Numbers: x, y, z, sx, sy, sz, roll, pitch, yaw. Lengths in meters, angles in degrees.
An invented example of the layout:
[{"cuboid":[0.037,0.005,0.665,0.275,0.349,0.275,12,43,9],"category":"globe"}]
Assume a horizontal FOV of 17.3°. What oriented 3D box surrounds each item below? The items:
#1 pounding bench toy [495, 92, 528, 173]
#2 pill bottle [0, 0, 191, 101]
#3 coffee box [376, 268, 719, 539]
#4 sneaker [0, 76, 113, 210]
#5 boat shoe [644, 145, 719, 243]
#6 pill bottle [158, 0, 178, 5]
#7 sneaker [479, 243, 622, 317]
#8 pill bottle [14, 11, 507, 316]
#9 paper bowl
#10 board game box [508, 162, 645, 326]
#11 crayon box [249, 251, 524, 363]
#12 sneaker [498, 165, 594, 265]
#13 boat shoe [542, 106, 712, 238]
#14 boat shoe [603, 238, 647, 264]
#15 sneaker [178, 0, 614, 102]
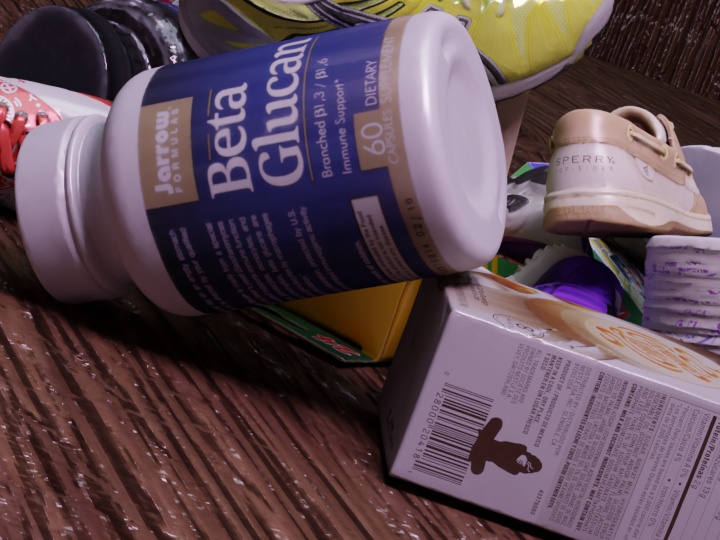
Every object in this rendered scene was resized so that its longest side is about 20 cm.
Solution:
[{"cuboid":[0.007,-0.126,1.166,0.155,0.202,0.124,13,10,-4],"category":"pounding bench toy"},{"cuboid":[-0.109,-0.093,1.319,0.111,0.113,0.199,28,12,32],"category":"pill bottle"},{"cuboid":[0.114,0.071,1.025,0.199,0.080,0.114,19,11,-7],"category":"coffee box"},{"cuboid":[-0.202,-0.067,1.151,0.200,0.068,0.108,20,12,12],"category":"sneaker"},{"cuboid":[0.242,-0.041,1.319,0.066,0.071,0.199,-2,-4,-41],"category":"boat shoe"},{"cuboid":[-0.089,-0.130,1.532,0.112,0.114,0.200,16,13,-21],"category":"pill bottle"},{"cuboid":[0.105,0.044,1.201,0.099,0.070,0.200,32,19,21],"category":"sneaker"},{"cuboid":[-0.045,-0.041,1.028,0.198,0.112,0.111,-10,2,18],"category":"pill bottle"},{"cuboid":[0.238,0.039,1.170,0.199,0.105,0.201,4,0,0],"category":"paper bowl"},{"cuboid":[0.171,-0.007,1.490,0.135,0.029,0.200,54,21,14],"category":"board game box"},{"cuboid":[0.000,0.000,1.236,0.126,0.051,0.200,27,13,25],"category":"crayon box"},{"cuboid":[0.073,-0.009,1.378,0.080,0.084,0.200,-29,13,-17],"category":"sneaker"},{"cuboid":[0.144,-0.052,1.247,0.073,0.070,0.200,-1,-1,17],"category":"boat shoe"},{"cuboid":[0.210,-0.026,1.455,0.199,0.074,0.076,34,25,-34],"category":"boat shoe"},{"cuboid":[0.019,-0.122,1.056,0.198,0.076,0.077,-4,-26,-8],"category":"sneaker"}]
